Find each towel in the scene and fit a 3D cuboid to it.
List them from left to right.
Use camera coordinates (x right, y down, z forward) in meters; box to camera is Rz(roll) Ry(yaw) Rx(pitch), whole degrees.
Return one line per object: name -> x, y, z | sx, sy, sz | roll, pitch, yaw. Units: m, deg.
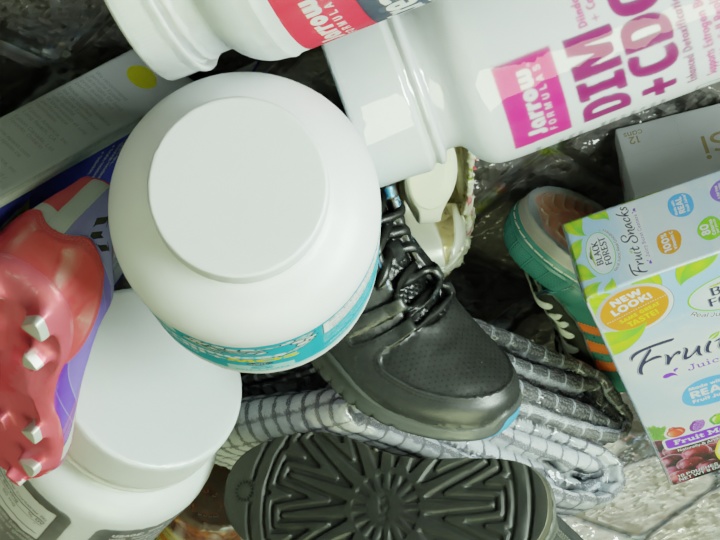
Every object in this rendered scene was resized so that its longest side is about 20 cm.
towel -> 0.022, 0.077, 1.264 | 0.199, 0.086, 0.165 | 22, 158, -31

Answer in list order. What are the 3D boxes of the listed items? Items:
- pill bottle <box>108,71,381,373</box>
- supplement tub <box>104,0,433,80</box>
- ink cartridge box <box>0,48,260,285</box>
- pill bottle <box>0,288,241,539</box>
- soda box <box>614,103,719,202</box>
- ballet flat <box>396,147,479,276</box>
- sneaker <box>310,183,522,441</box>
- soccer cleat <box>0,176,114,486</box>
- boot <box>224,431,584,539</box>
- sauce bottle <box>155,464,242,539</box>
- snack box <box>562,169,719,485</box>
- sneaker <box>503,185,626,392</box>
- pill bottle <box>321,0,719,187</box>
pill bottle -> -0.046, -0.019, 0.987 | 0.110, 0.111, 0.200 | -11, 172, -1
supplement tub -> -0.007, -0.166, 0.925 | 0.199, 0.141, 0.140 | -21, 142, 11
ink cartridge box -> -0.159, -0.017, 1.108 | 0.200, 0.047, 0.198 | -37, 168, -48
pill bottle -> -0.140, 0.092, 1.215 | 0.113, 0.114, 0.200 | 7, 152, -24
soda box -> 0.234, -0.053, 1.199 | 0.199, 0.068, 0.064 | -14, 143, 3
ballet flat -> 0.025, -0.039, 1.163 | 0.075, 0.064, 0.200 | -11, 144, -5
sneaker -> 0.000, 0.000, 1.116 | 0.073, 0.200, 0.082 | -40, 167, -44
soccer cleat -> -0.142, 0.032, 1.062 | 0.067, 0.077, 0.200 | 35, 151, 8
boot -> 0.039, 0.142, 1.226 | 0.181, 0.073, 0.200 | 7, 168, 16
sauce bottle -> -0.101, 0.185, 1.417 | 0.066, 0.066, 0.200 | -1, 140, -14
snack box -> 0.195, 0.024, 1.187 | 0.142, 0.053, 0.200 | -20, 144, 8
sneaker -> 0.127, 0.024, 1.266 | 0.080, 0.072, 0.200 | -36, 139, 22
pill bottle -> 0.083, -0.114, 1.024 | 0.199, 0.114, 0.114 | -21, 143, 2
